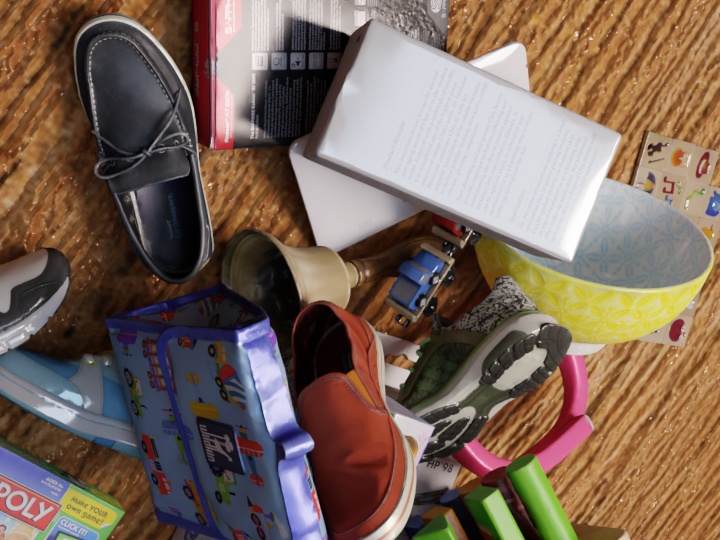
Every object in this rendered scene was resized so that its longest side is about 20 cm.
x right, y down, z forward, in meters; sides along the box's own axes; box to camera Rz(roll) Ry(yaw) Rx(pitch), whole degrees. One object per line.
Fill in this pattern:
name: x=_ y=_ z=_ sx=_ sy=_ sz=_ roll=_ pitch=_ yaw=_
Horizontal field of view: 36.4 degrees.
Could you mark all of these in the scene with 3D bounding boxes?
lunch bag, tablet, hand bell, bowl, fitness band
lunch bag: x=-0.076 y=0.097 z=0.696 sx=0.094 sy=0.200 sz=0.151 roll=-17 pitch=100 yaw=-27
tablet: x=0.046 y=-0.092 z=0.861 sx=0.200 sy=0.014 sz=0.130 roll=-26 pitch=140 yaw=-9
hand bell: x=0.000 y=0.000 z=0.871 sx=0.200 sy=0.104 sz=0.104 roll=-15 pitch=112 yaw=-38
bowl: x=0.183 y=0.006 z=0.927 sx=0.200 sy=0.200 sz=0.108 roll=-7 pitch=126 yaw=-28
fitness band: x=0.134 y=0.103 z=0.953 sx=0.200 sy=0.037 sz=0.144 roll=-27 pitch=90 yaw=-43

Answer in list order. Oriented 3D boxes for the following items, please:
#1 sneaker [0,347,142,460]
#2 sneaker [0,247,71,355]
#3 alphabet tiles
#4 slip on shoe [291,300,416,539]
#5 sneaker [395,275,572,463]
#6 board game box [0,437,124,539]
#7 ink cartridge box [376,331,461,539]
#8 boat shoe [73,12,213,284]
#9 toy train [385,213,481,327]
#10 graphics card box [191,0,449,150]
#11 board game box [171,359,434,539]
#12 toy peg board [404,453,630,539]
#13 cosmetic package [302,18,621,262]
sneaker: x=-0.167 y=0.065 z=0.803 sx=0.200 sy=0.079 sz=0.131 roll=28 pitch=79 yaw=-27
sneaker: x=-0.287 y=0.031 z=0.720 sx=0.200 sy=0.074 sz=0.080 roll=-30 pitch=115 yaw=-20
alphabet tiles: x=0.287 y=-0.029 z=1.071 sx=0.167 sy=0.008 sz=0.201 roll=10 pitch=99 yaw=-31
slip on shoe: x=-0.013 y=0.097 z=0.709 sx=0.074 sy=0.200 sz=0.061 roll=-33 pitch=129 yaw=20
sneaker: x=0.069 y=0.079 z=0.857 sx=0.200 sy=0.089 sz=0.077 roll=-38 pitch=137 yaw=17
board game box: x=-0.289 y=0.184 z=0.790 sx=0.200 sy=0.029 sz=0.135 roll=38 pitch=85 yaw=-32
ink cartridge box: x=0.020 y=0.162 z=0.938 sx=0.116 sy=0.067 sz=0.200 roll=20 pitch=94 yaw=-33
boat shoe: x=-0.147 y=-0.080 z=0.766 sx=0.074 sy=0.062 sz=0.201 roll=-14 pitch=113 yaw=-3
toy train: x=0.080 y=-0.045 z=0.849 sx=0.200 sy=0.034 sz=0.046 roll=-59 pitch=151 yaw=2
graphics card box: x=-0.029 y=-0.160 z=0.825 sx=0.200 sy=0.051 sz=0.126 roll=-7 pitch=109 yaw=-28
board game box: x=-0.052 y=0.165 z=0.820 sx=0.041 sy=0.199 sz=0.200 roll=23 pitch=93 yaw=-34
toy peg board: x=0.063 y=0.221 z=0.841 sx=0.200 sy=0.199 sz=0.098 roll=-30 pitch=97 yaw=-27
cosmetic package: x=0.071 y=-0.089 z=0.785 sx=0.200 sy=0.071 sz=0.102 roll=23 pitch=89 yaw=-12
